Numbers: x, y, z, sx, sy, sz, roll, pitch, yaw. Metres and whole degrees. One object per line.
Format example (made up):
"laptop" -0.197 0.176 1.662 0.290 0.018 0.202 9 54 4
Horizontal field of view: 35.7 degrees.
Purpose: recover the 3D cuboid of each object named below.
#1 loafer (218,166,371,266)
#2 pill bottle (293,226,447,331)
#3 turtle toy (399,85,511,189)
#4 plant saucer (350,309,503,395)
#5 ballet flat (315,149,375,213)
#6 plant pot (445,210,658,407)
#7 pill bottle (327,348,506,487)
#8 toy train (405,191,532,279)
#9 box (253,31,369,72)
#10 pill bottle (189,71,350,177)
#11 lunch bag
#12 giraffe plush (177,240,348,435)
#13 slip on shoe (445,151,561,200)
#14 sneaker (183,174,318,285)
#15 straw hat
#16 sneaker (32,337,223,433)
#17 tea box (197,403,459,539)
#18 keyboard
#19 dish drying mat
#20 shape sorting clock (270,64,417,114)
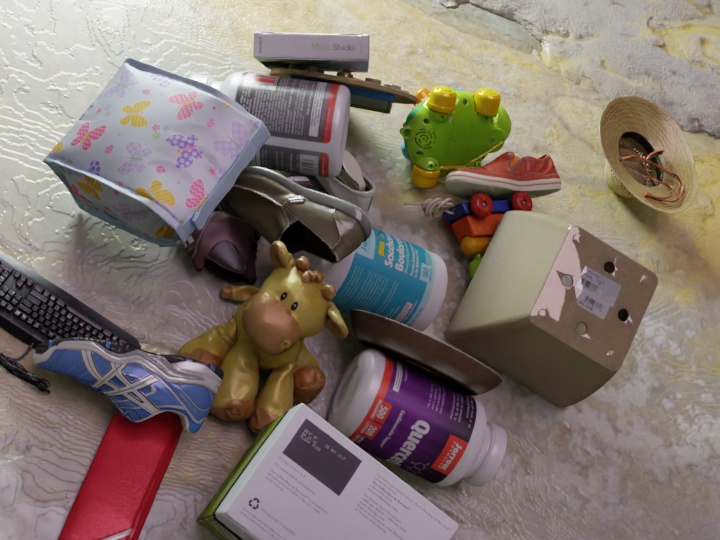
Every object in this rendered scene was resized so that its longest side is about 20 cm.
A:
"loafer" -0.088 -0.060 1.273 0.199 0.075 0.070 17 57 23
"pill bottle" 0.000 0.000 1.372 0.199 0.111 0.112 22 53 -25
"turtle toy" 0.136 -0.198 1.576 0.199 0.147 0.101 -3 29 -31
"plant saucer" 0.072 0.103 1.327 0.199 0.200 0.032 27 80 -13
"ballet flat" -0.050 -0.159 1.482 0.200 0.069 0.069 48 51 4
"plant pot" 0.258 0.043 1.417 0.199 0.177 0.201 30 78 -10
"pill bottle" 0.069 0.180 1.313 0.199 0.113 0.113 27 52 -12
"toy train" 0.151 -0.039 1.521 0.199 0.085 0.117 -4 78 -31
"box" -0.059 -0.282 1.453 0.143 0.200 0.037 2 95 1
"pill bottle" -0.117 -0.185 1.395 0.198 0.116 0.117 8 55 1
"lunch bag" -0.222 -0.123 1.262 0.199 0.127 0.170 20 66 28
"giraffe plush" -0.091 0.066 1.258 0.172 0.162 0.201 28 52 -11
"slip on shoe" 0.197 -0.133 1.557 0.199 0.074 0.062 -5 80 -34
"sneaker" -0.128 -0.042 1.372 0.199 0.076 0.116 -16 77 -26
"straw hat" 0.423 -0.163 1.738 0.200 0.085 0.203 12 63 -24
"sneaker" -0.247 0.117 1.176 0.198 0.076 0.078 14 82 -9
"tea box" -0.040 0.257 1.135 0.200 0.197 0.134 38 70 -3
"keyboard" -0.346 0.069 1.207 0.199 0.021 0.128 33 51 -7
"dish drying mat" -0.249 0.222 1.169 0.076 0.018 0.201 27 52 -11
"shape sorting clock" -0.021 -0.247 1.484 0.198 0.200 0.040 10 90 -24
